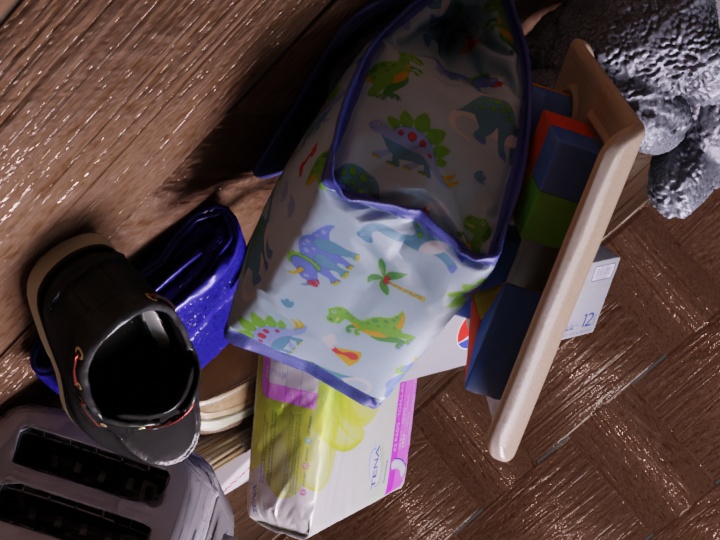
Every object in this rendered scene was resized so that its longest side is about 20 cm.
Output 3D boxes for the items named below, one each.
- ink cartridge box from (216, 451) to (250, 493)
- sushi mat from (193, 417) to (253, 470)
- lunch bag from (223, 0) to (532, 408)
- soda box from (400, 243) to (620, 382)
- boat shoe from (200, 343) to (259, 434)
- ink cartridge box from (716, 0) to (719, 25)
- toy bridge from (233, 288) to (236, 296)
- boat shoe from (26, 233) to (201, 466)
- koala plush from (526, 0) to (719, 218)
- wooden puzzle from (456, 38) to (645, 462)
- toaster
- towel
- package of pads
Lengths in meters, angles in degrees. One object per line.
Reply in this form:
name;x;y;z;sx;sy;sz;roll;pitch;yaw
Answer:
ink cartridge box;-0.079;0.116;1.364;0.145;0.084;0.200;-46;169;29
sushi mat;-0.098;0.097;1.185;0.199;0.095;0.012;-27;144;-54
lunch bag;0.016;-0.058;0.841;0.170;0.126;0.201;-52;-166;52
soda box;0.078;0.013;0.998;0.199;0.068;0.064;-10;127;-41
boat shoe;-0.080;0.051;1.168;0.200;0.071;0.077;-39;157;-50
ink cartridge box;0.290;-0.180;1.106;0.076;0.200;0.148;-37;170;-12
toy bridge;0.000;0.000;0.989;0.199;0.027;0.068;7;110;-54
boat shoe;-0.123;0.061;0.822;0.073;0.063;0.202;-37;151;-15
koala plush;0.142;-0.105;1.022;0.199;0.177;0.184;-36;158;-18
wooden puzzle;0.089;-0.022;0.824;0.200;0.046;0.187;-85;-167;-69
toaster;-0.174;0.156;0.971;0.129;0.198;0.115;105;4;-68
towel;-0.124;0.040;0.955;0.147;0.050;0.200;-38;170;-8
package of pads;-0.017;0.091;1.163;0.154;0.068;0.203;-15;114;-57
